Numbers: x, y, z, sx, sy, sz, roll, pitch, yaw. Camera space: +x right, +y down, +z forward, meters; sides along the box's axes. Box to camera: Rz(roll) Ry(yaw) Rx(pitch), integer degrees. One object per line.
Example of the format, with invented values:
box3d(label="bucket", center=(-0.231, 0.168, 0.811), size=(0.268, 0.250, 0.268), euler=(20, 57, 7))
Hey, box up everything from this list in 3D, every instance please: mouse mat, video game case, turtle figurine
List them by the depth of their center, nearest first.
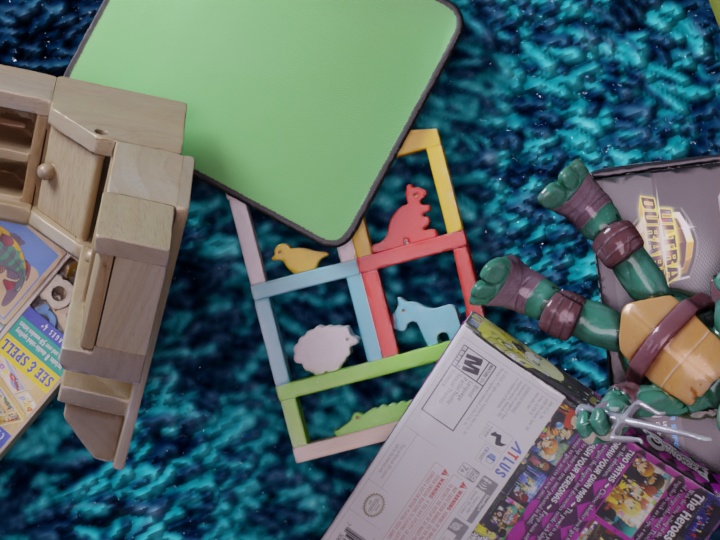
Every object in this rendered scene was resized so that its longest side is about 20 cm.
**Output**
box3d(label="turtle figurine", center=(0.165, 0.038, 1.319), size=(0.200, 0.101, 0.150), euler=(39, 80, 18))
box3d(label="video game case", center=(0.084, 0.152, 1.375), size=(0.181, 0.036, 0.200), euler=(33, 111, 4))
box3d(label="mouse mat", center=(-0.059, -0.125, 1.412), size=(0.200, 0.008, 0.161), euler=(28, 88, 10))

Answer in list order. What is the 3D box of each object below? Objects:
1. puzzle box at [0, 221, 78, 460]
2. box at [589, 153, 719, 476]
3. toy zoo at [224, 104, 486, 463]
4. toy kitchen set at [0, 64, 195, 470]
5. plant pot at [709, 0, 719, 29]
box3d(label="puzzle box", center=(-0.249, 0.002, 1.430), size=(0.200, 0.025, 0.133), euler=(40, 94, 2))
box3d(label="box", center=(0.218, 0.033, 1.387), size=(0.159, 0.046, 0.201), euler=(-7, 91, 5))
box3d(label="toy zoo", center=(0.000, 0.000, 1.415), size=(0.131, 0.020, 0.201), euler=(-14, 90, 5))
box3d(label="toy kitchen set", center=(-0.196, 0.001, 1.327), size=(0.180, 0.200, 0.164), euler=(12, 114, -7))
box3d(label="plant pot", center=(0.244, -0.235, 1.329), size=(0.187, 0.187, 0.200), euler=(-28, 73, 4))
